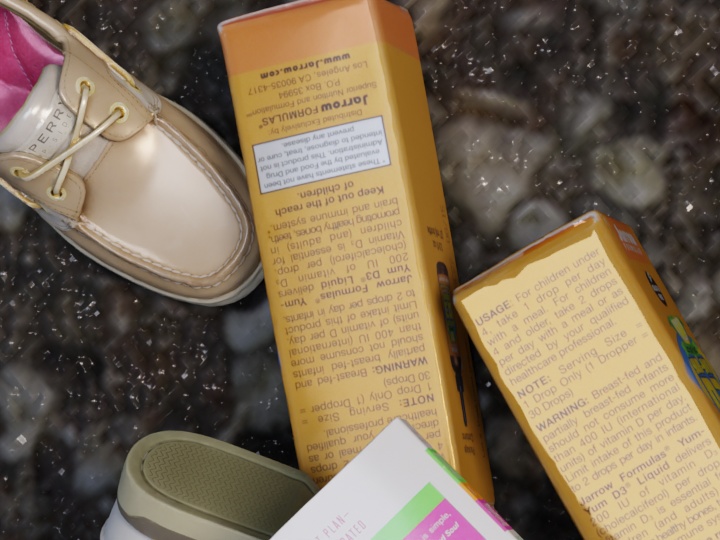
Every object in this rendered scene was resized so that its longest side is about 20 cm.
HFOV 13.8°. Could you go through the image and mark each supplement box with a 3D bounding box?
[{"bbox_3d":[0.000,0.000,1.117,0.069,0.067,0.200,-14,83,14],"label":"supplement box"},{"bbox_3d":[0.113,0.079,1.075,0.069,0.067,0.200,-33,80,11],"label":"supplement box"}]

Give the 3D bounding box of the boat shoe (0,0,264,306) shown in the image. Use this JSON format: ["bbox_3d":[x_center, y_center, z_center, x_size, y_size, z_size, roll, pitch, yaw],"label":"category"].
[{"bbox_3d":[-0.121,-0.056,1.149,0.200,0.069,0.074,36,96,14],"label":"boat shoe"}]

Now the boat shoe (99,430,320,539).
[{"bbox_3d":[0.001,0.128,1.059,0.200,0.075,0.068,26,121,11],"label":"boat shoe"}]

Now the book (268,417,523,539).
[{"bbox_3d":[0.036,0.165,0.983,0.134,0.048,0.200,-44,81,2],"label":"book"}]
